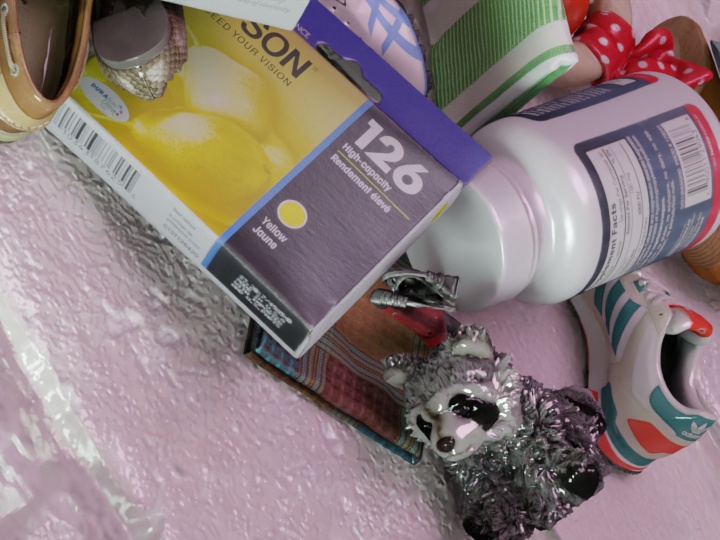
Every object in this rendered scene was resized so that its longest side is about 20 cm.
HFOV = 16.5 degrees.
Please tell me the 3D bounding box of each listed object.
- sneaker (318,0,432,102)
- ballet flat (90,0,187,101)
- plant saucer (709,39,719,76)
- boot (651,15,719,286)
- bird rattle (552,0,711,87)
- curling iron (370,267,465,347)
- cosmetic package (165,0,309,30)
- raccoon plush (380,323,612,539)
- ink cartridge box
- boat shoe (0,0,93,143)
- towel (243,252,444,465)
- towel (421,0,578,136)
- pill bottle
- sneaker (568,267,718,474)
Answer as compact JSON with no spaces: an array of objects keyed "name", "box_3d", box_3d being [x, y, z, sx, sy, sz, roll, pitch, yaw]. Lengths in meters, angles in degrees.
[{"name":"sneaker","box_3d":[-0.033,-0.172,1.528,0.200,0.072,0.073,51,57,-14]},{"name":"ballet flat","box_3d":[-0.123,-0.159,1.376,0.200,0.067,0.046,-103,169,-49]},{"name":"plant saucer","box_3d":[0.306,-0.080,1.784,0.201,0.039,0.202,-23,90,-84]},{"name":"boot","box_3d":[0.256,-0.071,1.796,0.144,0.071,0.202,38,42,-41]},{"name":"bird rattle","box_3d":[0.142,-0.180,1.713,0.162,0.113,0.201,1,78,-32]},{"name":"curling iron","box_3d":[0.048,0.032,1.465,0.200,0.049,0.026,47,48,-71]},{"name":"cosmetic package","box_3d":[-0.088,-0.233,1.365,0.112,0.081,0.201,12,42,-28]},{"name":"raccoon plush","box_3d":[0.077,0.078,1.502,0.134,0.096,0.200,58,11,-10]},{"name":"ink cartridge box","box_3d":[-0.044,-0.082,1.405,0.198,0.047,0.200,42,57,5]},{"name":"boat shoe","box_3d":[-0.168,-0.168,1.319,0.075,0.074,0.201,12,76,-40]},{"name":"towel","box_3d":[0.000,0.000,1.501,0.146,0.022,0.201,34,48,-30]},{"name":"towel","box_3d":[0.081,-0.194,1.598,0.023,0.152,0.201,2,68,-28]},{"name":"pill bottle","box_3d":[0.126,-0.045,1.545,0.199,0.119,0.120,-20,85,-38]},{"name":"sneaker","box_3d":[0.190,0.028,1.636,0.070,0.093,0.201,14,60,-43]}]
